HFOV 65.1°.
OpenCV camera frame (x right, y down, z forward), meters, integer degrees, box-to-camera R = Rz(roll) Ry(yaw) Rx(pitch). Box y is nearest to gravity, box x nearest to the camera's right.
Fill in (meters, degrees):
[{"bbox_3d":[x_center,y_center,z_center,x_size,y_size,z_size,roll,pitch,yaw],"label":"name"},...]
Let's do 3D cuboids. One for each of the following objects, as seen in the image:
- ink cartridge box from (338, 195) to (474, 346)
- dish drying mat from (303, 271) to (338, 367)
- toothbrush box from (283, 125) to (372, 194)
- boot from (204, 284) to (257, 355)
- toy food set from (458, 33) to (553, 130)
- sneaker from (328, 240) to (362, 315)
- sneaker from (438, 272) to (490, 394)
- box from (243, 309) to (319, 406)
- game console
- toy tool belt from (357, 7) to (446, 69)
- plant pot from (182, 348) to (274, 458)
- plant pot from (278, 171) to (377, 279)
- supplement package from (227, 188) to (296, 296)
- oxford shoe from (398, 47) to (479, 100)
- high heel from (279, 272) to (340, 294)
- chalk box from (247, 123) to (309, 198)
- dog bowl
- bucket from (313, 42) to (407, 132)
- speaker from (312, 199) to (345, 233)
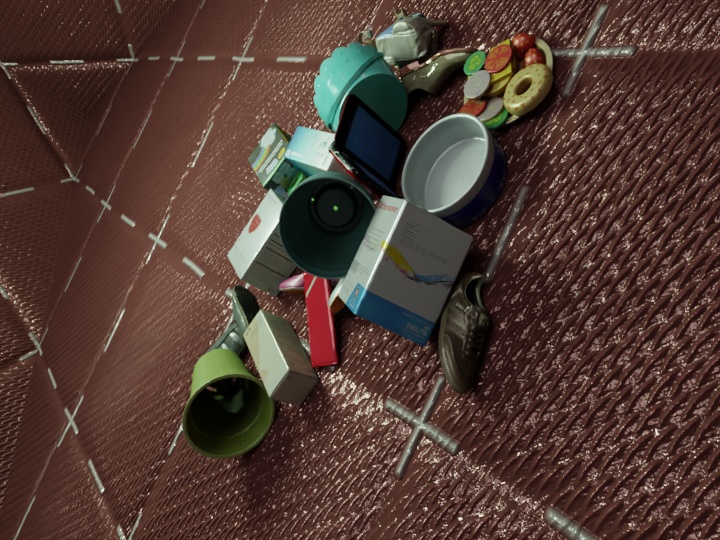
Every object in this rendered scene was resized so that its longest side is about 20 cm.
[{"bbox_3d":[0.074,-0.005,0.988,0.205,0.143,0.147,-65,16,3],"label":"ink cartridge box"},{"bbox_3d":[-0.086,0.097,1.191,0.075,0.018,0.208,-14,77,36],"label":"dish drying mat"},{"bbox_3d":[-0.064,-0.248,1.299,0.198,0.145,0.087,28,89,49],"label":"toothbrush box"},{"bbox_3d":[-0.335,0.164,1.433,0.201,0.071,0.184,-51,40,24],"label":"boot"},{"bbox_3d":[0.274,-0.361,1.083,0.194,0.048,0.207,-19,57,39],"label":"toy food set"},{"bbox_3d":[0.000,0.000,1.170,0.201,0.075,0.092,-49,35,4],"label":"sneaker"},{"bbox_3d":[0.175,0.095,0.927,0.075,0.069,0.206,-26,52,42],"label":"sneaker"},{"bbox_3d":[-0.175,0.187,1.228,0.078,0.094,0.201,-51,41,13],"label":"box"},{"bbox_3d":[0.043,-0.228,1.137,0.120,0.197,0.173,-51,42,12],"label":"game console"},{"bbox_3d":[0.099,-0.545,1.328,0.196,0.127,0.123,10,45,44],"label":"toy tool belt"},{"bbox_3d":[-0.306,0.274,1.268,0.203,0.197,0.190,-56,29,6],"label":"plant pot"},{"bbox_3d":[-0.055,-0.105,1.116,0.200,0.200,0.135,-42,17,21],"label":"plant pot"},{"bbox_3d":[-0.213,-0.067,1.378,0.202,0.118,0.121,-54,41,9],"label":"supplement package"},{"bbox_3d":[0.172,-0.424,1.223,0.196,0.069,0.078,-7,89,44],"label":"oxford shoe"},{"bbox_3d":[-0.103,-0.004,1.264,0.195,0.067,0.100,-12,71,36],"label":"high heel"},{"bbox_3d":[-0.187,-0.258,1.450,0.125,0.123,0.201,-48,44,13],"label":"chalk box"},{"bbox_3d":[0.175,-0.186,1.070,0.197,0.078,0.206,-24,54,36],"label":"dog bowl"},{"bbox_3d":[0.002,-0.386,1.270,0.208,0.205,0.136,-48,47,14],"label":"bucket"},{"bbox_3d":[-0.065,-0.135,1.288,0.198,0.087,0.090,31,92,49],"label":"speaker"}]
